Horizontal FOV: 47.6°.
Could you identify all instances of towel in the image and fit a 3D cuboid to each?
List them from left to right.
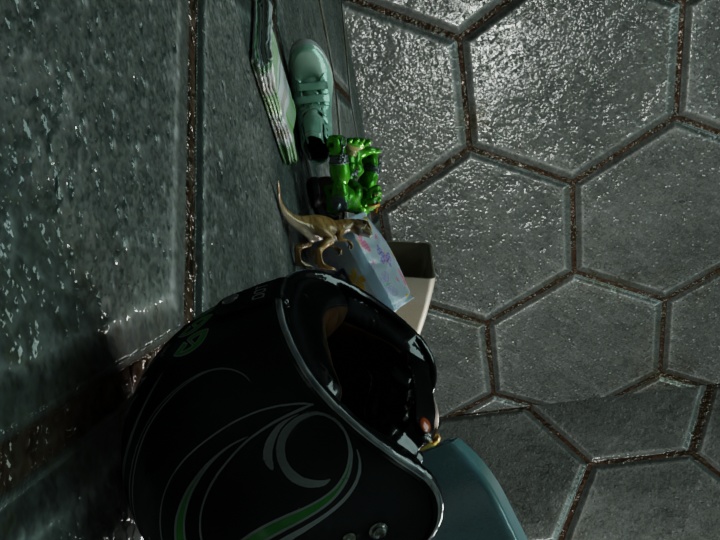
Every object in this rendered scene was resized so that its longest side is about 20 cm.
[{"bbox_3d":[-0.118,-0.272,1.179,0.200,0.031,0.150,75,9,-53],"label":"towel"}]

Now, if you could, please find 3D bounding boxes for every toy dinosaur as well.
[{"bbox_3d":[-0.070,-0.058,1.184,0.199,0.060,0.107,10,87,-46],"label":"toy dinosaur"}]

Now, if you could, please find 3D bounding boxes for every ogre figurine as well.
[{"bbox_3d":[-0.012,-0.154,1.365,0.200,0.097,0.121,-125,-142,-88],"label":"ogre figurine"}]

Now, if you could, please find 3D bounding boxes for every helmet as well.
[{"bbox_3d":[-0.049,0.116,0.506,0.200,0.191,0.200,38,24,-20],"label":"helmet"}]

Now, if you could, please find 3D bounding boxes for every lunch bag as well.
[{"bbox_3d":[0.000,0.000,1.342,0.170,0.127,0.200,59,-2,-1],"label":"lunch bag"}]

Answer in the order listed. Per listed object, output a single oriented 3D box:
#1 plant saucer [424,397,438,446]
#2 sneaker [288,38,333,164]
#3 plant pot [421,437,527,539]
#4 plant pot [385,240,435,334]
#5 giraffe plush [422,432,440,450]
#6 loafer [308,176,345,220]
[{"bbox_3d":[0.019,0.202,1.210,0.035,0.199,0.201,-50,137,-48],"label":"plant saucer"},{"bbox_3d":[-0.076,-0.279,1.371,0.118,0.073,0.201,-100,-178,-56],"label":"sneaker"},{"bbox_3d":[0.127,0.362,1.214,0.196,0.195,0.201,36,33,-77],"label":"plant pot"},{"bbox_3d":[0.036,0.057,1.578,0.200,0.198,0.178,-84,176,-70],"label":"plant pot"},{"bbox_3d":[0.135,0.493,2.057,0.200,0.161,0.173,-88,169,-58],"label":"giraffe plush"},{"bbox_3d":[-0.045,-0.126,1.516,0.200,0.071,0.073,46,37,-81],"label":"loafer"}]
